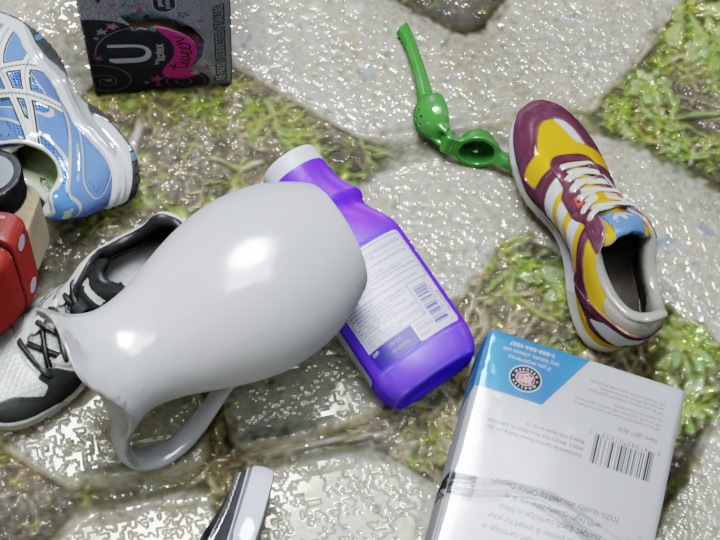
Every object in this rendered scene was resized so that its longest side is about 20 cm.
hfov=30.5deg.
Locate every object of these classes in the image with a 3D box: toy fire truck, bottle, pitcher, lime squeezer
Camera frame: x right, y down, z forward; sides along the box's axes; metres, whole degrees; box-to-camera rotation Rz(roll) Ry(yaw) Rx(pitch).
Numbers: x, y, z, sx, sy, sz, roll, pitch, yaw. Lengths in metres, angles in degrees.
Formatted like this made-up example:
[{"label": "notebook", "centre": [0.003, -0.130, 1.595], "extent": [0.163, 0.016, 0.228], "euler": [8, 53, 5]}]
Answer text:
[{"label": "toy fire truck", "centre": [-0.316, 0.006, 0.862], "extent": [0.174, 0.129, 0.202], "euler": [8, 53, 3]}, {"label": "bottle", "centre": [0.000, 0.000, 0.963], "extent": [0.083, 0.065, 0.201], "euler": [-32, 75, -13]}, {"label": "pitcher", "centre": [-0.095, 0.041, 0.886], "extent": [0.199, 0.172, 0.121], "euler": [-31, 53, -16]}, {"label": "lime squeezer", "centre": [0.085, -0.112, 1.040], "extent": [0.200, 0.038, 0.071], "euler": [42, 38, 11]}]

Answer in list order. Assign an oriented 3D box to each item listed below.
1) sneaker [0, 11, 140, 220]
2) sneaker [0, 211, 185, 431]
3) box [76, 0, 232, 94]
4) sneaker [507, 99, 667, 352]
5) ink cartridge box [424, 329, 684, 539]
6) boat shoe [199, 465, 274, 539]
[{"label": "sneaker", "centre": [-0.251, -0.117, 0.968], "extent": [0.200, 0.076, 0.077], "euler": [43, 46, 13]}, {"label": "sneaker", "centre": [-0.195, 0.027, 0.921], "extent": [0.076, 0.088, 0.200], "euler": [44, 72, 9]}, {"label": "box", "centre": [-0.156, -0.236, 0.967], "extent": [0.113, 0.200, 0.134], "euler": [-6, 69, -6]}, {"label": "sneaker", "centre": [0.175, -0.043, 0.974], "extent": [0.074, 0.090, 0.202], "euler": [-19, 81, -19]}, {"label": "ink cartridge box", "centre": [0.124, 0.163, 0.902], "extent": [0.143, 0.084, 0.202], "euler": [18, 67, 2]}, {"label": "boat shoe", "centre": [-0.115, 0.218, 0.869], "extent": [0.066, 0.070, 0.202], "euler": [20, 75, 1]}]
